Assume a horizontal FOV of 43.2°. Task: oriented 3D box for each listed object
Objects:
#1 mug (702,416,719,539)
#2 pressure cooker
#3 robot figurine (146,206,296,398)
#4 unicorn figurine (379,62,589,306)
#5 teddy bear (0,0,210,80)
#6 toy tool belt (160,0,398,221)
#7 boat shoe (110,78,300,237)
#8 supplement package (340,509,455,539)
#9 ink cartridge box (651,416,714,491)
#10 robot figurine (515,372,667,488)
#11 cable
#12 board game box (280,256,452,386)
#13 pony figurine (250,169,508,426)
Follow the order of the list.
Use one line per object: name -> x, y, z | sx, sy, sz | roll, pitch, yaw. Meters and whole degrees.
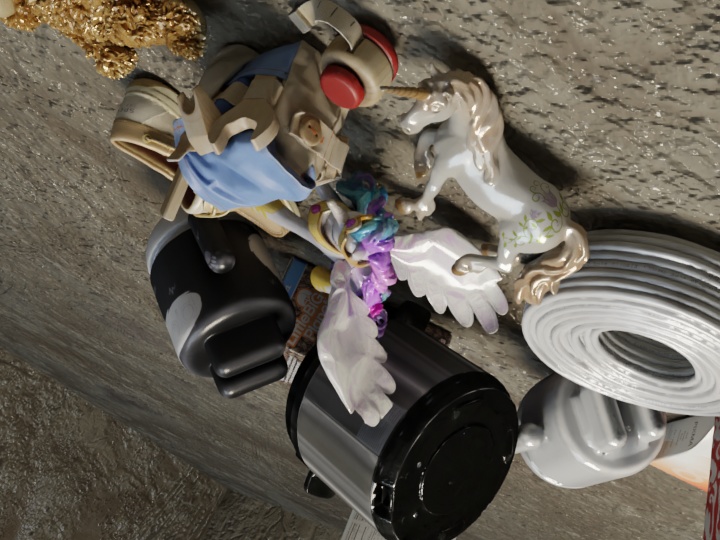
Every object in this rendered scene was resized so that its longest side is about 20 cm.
mug -> 0.344, 0.202, 0.714 | 0.132, 0.202, 0.177 | -12, 135, 45
pressure cooker -> 0.028, 0.135, 0.854 | 0.199, 0.175, 0.181 | 30, 138, 44
robot figurine -> -0.135, 0.022, 0.895 | 0.124, 0.201, 0.151 | 9, 132, -44
unicorn figurine -> 0.077, -0.062, 0.615 | 0.198, 0.075, 0.137 | 30, 150, -14
teddy bear -> -0.192, -0.192, 0.617 | 0.197, 0.067, 0.145 | 23, 156, 6
toy tool belt -> -0.065, -0.088, 0.619 | 0.125, 0.124, 0.199 | 45, 153, -24
boat shoe -> -0.139, -0.082, 0.811 | 0.199, 0.070, 0.073 | 39, 155, -30
supplement package -> 0.084, 0.609, 2.057 | 0.198, 0.152, 0.152 | 2, 150, 46
ink cartridge box -> 0.395, 0.189, 0.867 | 0.160, 0.051, 0.200 | 26, 162, -2
robot figurine -> 0.218, 0.148, 0.880 | 0.167, 0.115, 0.200 | -7, 162, -13
cable -> 0.221, 0.043, 0.692 | 0.198, 0.070, 0.200 | 25, 159, 1
board game box -> -0.018, 0.093, 1.042 | 0.198, 0.098, 0.160 | 26, 159, -1
pony figurine -> 0.000, 0.000, 0.746 | 0.194, 0.166, 0.200 | 53, 170, -26
